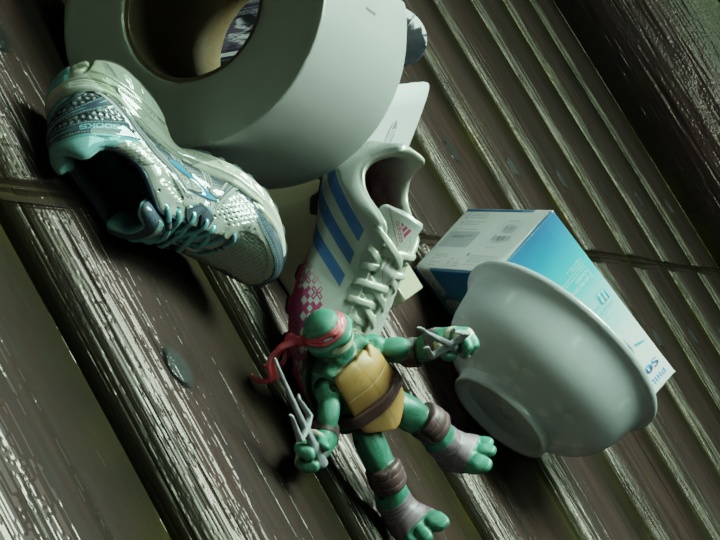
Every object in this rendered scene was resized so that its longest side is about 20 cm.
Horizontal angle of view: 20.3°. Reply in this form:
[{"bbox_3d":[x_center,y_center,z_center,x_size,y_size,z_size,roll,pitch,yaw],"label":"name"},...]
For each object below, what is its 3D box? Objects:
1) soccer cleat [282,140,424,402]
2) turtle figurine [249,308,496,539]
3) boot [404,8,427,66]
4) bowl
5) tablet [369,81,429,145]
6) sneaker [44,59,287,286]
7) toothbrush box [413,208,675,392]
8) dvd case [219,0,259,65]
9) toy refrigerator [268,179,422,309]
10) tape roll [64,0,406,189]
[{"bbox_3d":[0.000,0.000,1.406,0.070,0.086,0.200,24,65,-45],"label":"soccer cleat"},{"bbox_3d":[0.012,0.085,1.342,0.101,0.150,0.200,38,-15,53],"label":"turtle figurine"},{"bbox_3d":[-0.042,-0.241,1.815,0.200,0.075,0.097,36,-17,-15],"label":"boot"},{"bbox_3d":[0.144,0.093,1.689,0.201,0.090,0.201,36,-21,16],"label":"bowl"},{"bbox_3d":[0.012,-0.097,1.695,0.014,0.130,0.200,24,12,11],"label":"tablet"},{"bbox_3d":[-0.129,-0.040,1.285,0.200,0.078,0.086,39,34,-28],"label":"sneaker"},{"bbox_3d":[0.164,0.044,1.806,0.200,0.085,0.146,51,-20,-19],"label":"toothbrush box"},{"bbox_3d":[-0.074,-0.189,1.577,0.200,0.148,0.016,-79,159,-68],"label":"dvd case"},{"bbox_3d":[-0.042,-0.047,1.513,0.200,0.076,0.070,56,16,1],"label":"toy refrigerator"},{"bbox_3d":[-0.085,-0.167,1.392,0.203,0.203,0.139,63,16,20],"label":"tape roll"}]
